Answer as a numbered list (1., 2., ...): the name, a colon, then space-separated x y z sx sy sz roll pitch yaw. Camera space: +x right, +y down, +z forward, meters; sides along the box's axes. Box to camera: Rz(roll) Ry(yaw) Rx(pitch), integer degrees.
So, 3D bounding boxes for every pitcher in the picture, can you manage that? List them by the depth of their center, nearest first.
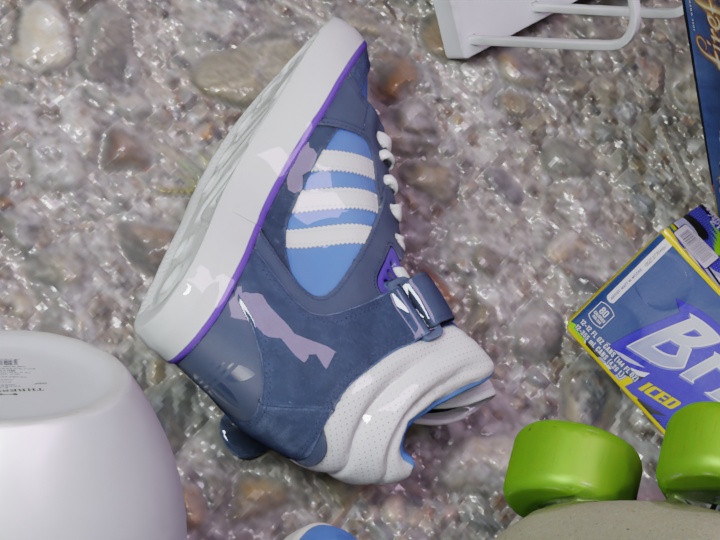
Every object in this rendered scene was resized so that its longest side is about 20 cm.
1. pitcher: -0.144 0.128 0.799 0.171 0.201 0.121 -2 21 -19

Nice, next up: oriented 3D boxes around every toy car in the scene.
1. toy car: 0.146 0.172 0.966 0.200 0.157 0.165 35 59 -35

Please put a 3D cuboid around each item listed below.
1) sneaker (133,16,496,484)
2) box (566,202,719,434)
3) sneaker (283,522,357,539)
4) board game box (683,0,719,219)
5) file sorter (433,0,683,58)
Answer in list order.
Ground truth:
1. sneaker: 0.000 0.000 1.021 0.146 0.081 0.200 36 47 -12
2. box: 0.188 0.069 1.058 0.200 0.070 0.064 48 26 8
3. sneaker: 0.022 0.158 0.880 0.077 0.111 0.200 35 32 -30
4. board game box: 0.214 -0.081 1.114 0.135 0.035 0.201 -29 117 -36
5. file sorter: 0.134 -0.199 1.140 0.200 0.124 0.139 -31 116 -37
